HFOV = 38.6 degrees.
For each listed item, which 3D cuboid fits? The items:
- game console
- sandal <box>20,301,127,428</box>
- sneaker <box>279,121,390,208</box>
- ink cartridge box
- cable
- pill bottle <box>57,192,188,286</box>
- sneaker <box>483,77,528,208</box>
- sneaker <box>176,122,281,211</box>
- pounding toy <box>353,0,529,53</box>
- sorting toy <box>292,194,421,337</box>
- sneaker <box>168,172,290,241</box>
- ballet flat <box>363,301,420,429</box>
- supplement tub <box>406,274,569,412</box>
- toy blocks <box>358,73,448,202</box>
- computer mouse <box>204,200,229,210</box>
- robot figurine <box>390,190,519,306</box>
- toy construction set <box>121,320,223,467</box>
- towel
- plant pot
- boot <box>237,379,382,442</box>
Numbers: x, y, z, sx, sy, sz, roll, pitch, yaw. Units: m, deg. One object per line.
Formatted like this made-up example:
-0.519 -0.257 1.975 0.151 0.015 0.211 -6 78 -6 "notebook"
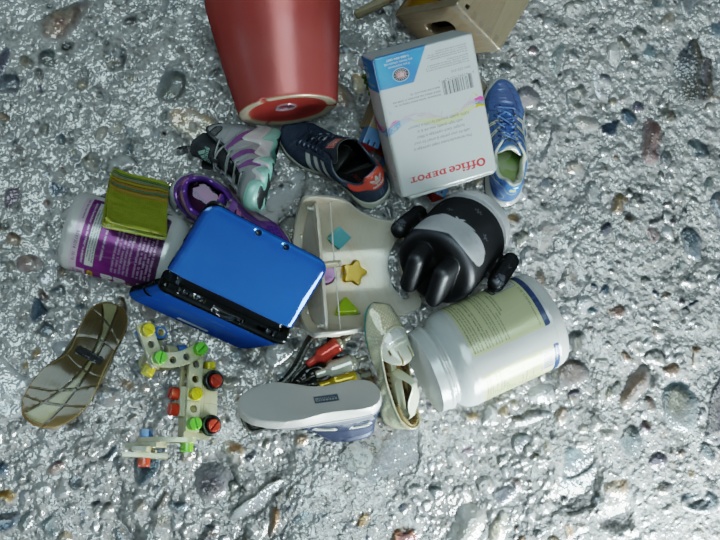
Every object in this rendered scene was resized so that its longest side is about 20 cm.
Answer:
-0.180 0.014 1.388 0.200 0.171 0.119 29 67 -30 "game console"
-0.390 0.134 1.422 0.080 0.054 0.200 33 63 -8 "sandal"
-0.041 -0.173 1.480 0.200 0.085 0.075 33 73 21 "sneaker"
0.096 -0.218 1.436 0.144 0.085 0.200 -16 108 -9 "ink cartridge box"
-0.086 0.153 1.457 0.200 0.050 0.097 -29 107 -14 "cable"
-0.307 -0.032 1.427 0.200 0.112 0.113 15 79 -6 "pill bottle"
0.225 -0.199 1.554 0.076 0.077 0.201 -2 80 -7 "sneaker"
-0.191 -0.151 1.443 0.140 0.200 0.078 11 118 -5 "sneaker"
0.131 -0.415 1.530 0.142 0.200 0.184 39 76 -30 "pounding toy"
0.000 0.000 1.483 0.180 0.107 0.201 -1 79 -18 "sorting toy"
-0.186 -0.073 1.465 0.200 0.088 0.081 35 76 -3 "sneaker"
0.054 0.134 1.442 0.067 0.062 0.200 -30 121 -36 "ballet flat"
0.178 0.105 1.463 0.200 0.145 0.145 -23 85 -12 "supplement tub"
0.073 -0.189 1.523 0.200 0.100 0.137 23 87 -19 "toy blocks"
-0.154 -0.023 1.447 0.200 0.059 0.034 59 38 -29 "computer mouse"
0.133 -0.031 1.466 0.150 0.125 0.200 57 44 -12 "robot figurine"
-0.260 0.174 1.411 0.131 0.092 0.201 11 87 -32 "toy construction set"
-0.304 -0.093 1.402 0.086 0.200 0.018 11 111 -15 "towel"
-0.114 -0.311 1.458 0.200 0.200 0.178 -6 83 -10 "plant pot"
-0.071 0.207 1.430 0.199 0.090 0.073 -1 46 -8 "boot"
